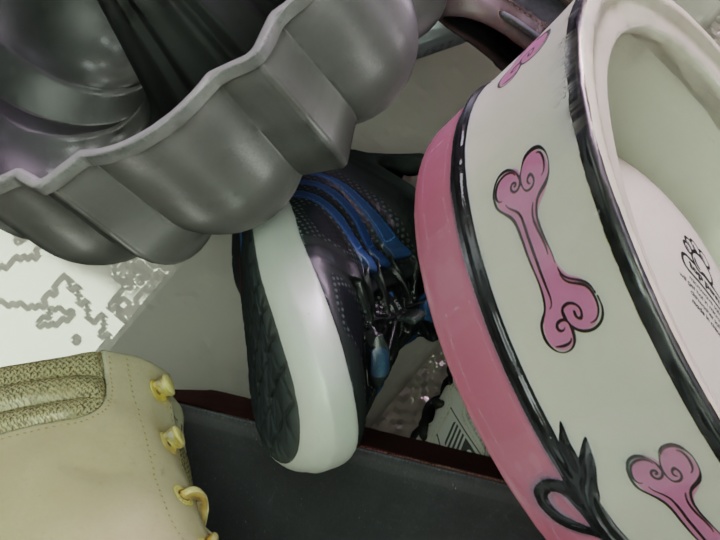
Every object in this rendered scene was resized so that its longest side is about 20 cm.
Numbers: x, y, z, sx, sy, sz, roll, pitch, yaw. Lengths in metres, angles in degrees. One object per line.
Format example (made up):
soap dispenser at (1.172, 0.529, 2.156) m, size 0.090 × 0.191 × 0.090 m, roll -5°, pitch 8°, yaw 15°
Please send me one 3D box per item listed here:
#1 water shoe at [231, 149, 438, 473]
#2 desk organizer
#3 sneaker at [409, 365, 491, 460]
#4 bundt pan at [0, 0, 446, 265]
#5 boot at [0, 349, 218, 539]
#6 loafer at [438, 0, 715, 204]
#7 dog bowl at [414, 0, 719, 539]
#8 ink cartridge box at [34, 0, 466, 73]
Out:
water shoe at (0.000, 0.000, 0.961) m, size 0.079 × 0.200 × 0.072 m, roll -3°, pitch 115°, yaw -5°
desk organizer at (0.002, 0.089, 0.967) m, size 0.200 × 0.077 × 0.072 m, roll 12°, pitch 94°, yaw 31°
sneaker at (0.048, 0.050, 1.019) m, size 0.088 × 0.076 × 0.200 m, roll -7°, pitch 81°, yaw 10°
bundt pan at (-0.055, -0.083, 0.938) m, size 0.202 × 0.202 × 0.076 m, roll -45°, pitch 128°, yaw -2°
boot at (-0.045, 0.097, 0.898) m, size 0.200 × 0.156 × 0.073 m, roll 1°, pitch 131°, yaw -7°
loafer at (0.088, -0.049, 0.989) m, size 0.200 × 0.072 × 0.063 m, roll 48°, pitch 59°, yaw -31°
dog bowl at (0.090, 0.016, 0.885) m, size 0.074 × 0.200 × 0.200 m, roll -27°, pitch 87°, yaw 24°
ink cartridge box at (-0.037, -0.160, 1.045) m, size 0.200 × 0.041 × 0.200 m, roll -20°, pitch 88°, yaw -2°
